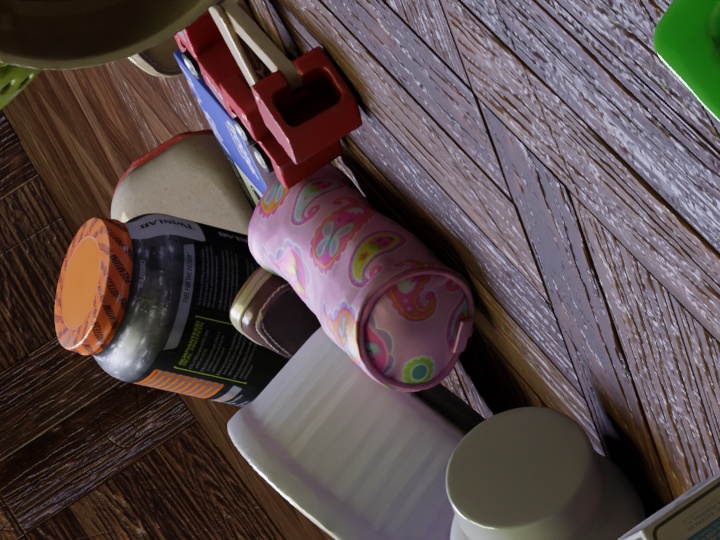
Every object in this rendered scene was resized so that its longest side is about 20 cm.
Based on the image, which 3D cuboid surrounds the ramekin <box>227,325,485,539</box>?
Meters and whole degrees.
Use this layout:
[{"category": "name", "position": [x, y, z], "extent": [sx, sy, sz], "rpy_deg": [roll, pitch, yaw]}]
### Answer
[{"category": "ramekin", "position": [0.023, 0.120, 1.679], "extent": [0.200, 0.098, 0.200], "rpy_deg": [36, -175, -4]}]

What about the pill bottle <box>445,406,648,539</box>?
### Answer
[{"category": "pill bottle", "position": [0.114, 0.169, 1.485], "extent": [0.112, 0.112, 0.200], "rpy_deg": [49, 168, 44]}]

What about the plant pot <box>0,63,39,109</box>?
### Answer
[{"category": "plant pot", "position": [-0.300, -0.254, 2.044], "extent": [0.199, 0.181, 0.200], "rpy_deg": [54, 171, 15]}]

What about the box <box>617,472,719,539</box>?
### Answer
[{"category": "box", "position": [0.202, 0.193, 1.244], "extent": [0.200, 0.060, 0.117], "rpy_deg": [56, 172, 6]}]

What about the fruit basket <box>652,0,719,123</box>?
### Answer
[{"category": "fruit basket", "position": [0.177, -0.014, 0.490], "extent": [0.215, 0.156, 0.216], "rpy_deg": [24, -152, -14]}]

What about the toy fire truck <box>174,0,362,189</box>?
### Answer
[{"category": "toy fire truck", "position": [-0.063, -0.124, 1.623], "extent": [0.200, 0.049, 0.141], "rpy_deg": [53, 170, 30]}]

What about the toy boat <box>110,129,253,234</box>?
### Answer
[{"category": "toy boat", "position": [-0.095, -0.019, 2.055], "extent": [0.200, 0.130, 0.131], "rpy_deg": [59, -158, -8]}]

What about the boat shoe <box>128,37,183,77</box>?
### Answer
[{"category": "boat shoe", "position": [-0.158, -0.207, 1.771], "extent": [0.200, 0.074, 0.066], "rpy_deg": [62, 176, -30]}]

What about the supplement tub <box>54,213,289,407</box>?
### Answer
[{"category": "supplement tub", "position": [-0.109, 0.030, 1.898], "extent": [0.199, 0.123, 0.123], "rpy_deg": [15, -167, -27]}]

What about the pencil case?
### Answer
[{"category": "pencil case", "position": [0.000, 0.000, 1.628], "extent": [0.088, 0.087, 0.200], "rpy_deg": [61, 171, -29]}]

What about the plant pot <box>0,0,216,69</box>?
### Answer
[{"category": "plant pot", "position": [-0.168, -0.238, 1.399], "extent": [0.201, 0.200, 0.184], "rpy_deg": [64, 179, -40]}]

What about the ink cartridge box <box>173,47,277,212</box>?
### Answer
[{"category": "ink cartridge box", "position": [-0.057, -0.070, 1.799], "extent": [0.094, 0.044, 0.200], "rpy_deg": [49, 170, 41]}]

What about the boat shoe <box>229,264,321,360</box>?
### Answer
[{"category": "boat shoe", "position": [-0.012, 0.043, 1.778], "extent": [0.072, 0.072, 0.200], "rpy_deg": [38, -176, 31]}]
